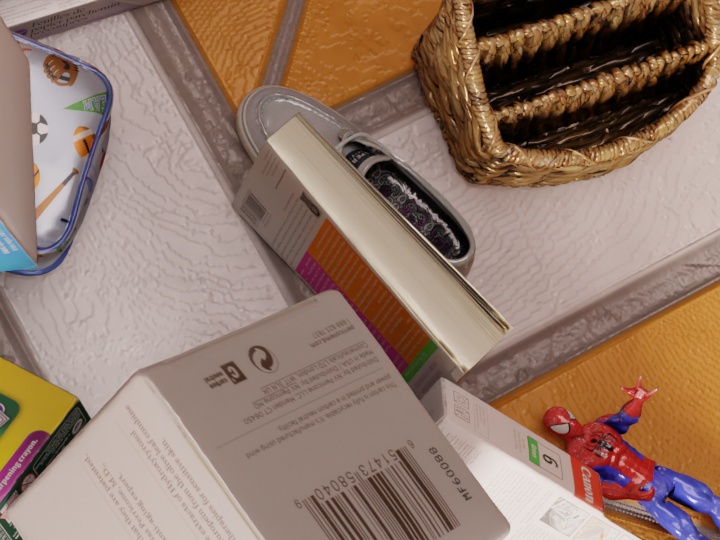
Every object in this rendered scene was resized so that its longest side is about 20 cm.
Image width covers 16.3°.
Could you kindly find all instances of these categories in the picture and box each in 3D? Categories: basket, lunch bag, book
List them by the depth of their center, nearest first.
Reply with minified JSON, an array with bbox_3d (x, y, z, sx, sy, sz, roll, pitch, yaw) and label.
[{"bbox_3d":[-0.274,-0.087,1.687,0.199,0.076,0.161,18,75,-5],"label":"lunch bag"},{"bbox_3d":[0.000,0.000,1.687,0.048,0.134,0.200,-42,86,-23],"label":"book"},{"bbox_3d":[0.156,-0.147,1.759,0.199,0.149,0.143,-18,77,-18],"label":"basket"}]

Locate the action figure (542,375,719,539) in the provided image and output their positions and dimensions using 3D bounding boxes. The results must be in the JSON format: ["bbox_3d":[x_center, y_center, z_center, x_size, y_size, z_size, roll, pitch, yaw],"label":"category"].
[{"bbox_3d":[0.215,0.146,1.710,0.200,0.099,0.065,33,68,2],"label":"action figure"}]

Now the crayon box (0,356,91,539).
[{"bbox_3d":[-0.292,0.136,1.586,0.172,0.058,0.200,24,66,27],"label":"crayon box"}]

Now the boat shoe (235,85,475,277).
[{"bbox_3d":[0.002,-0.066,1.740,0.201,0.072,0.070,39,69,2],"label":"boat shoe"}]

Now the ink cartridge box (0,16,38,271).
[{"bbox_3d":[-0.314,-0.078,1.556,0.199,0.145,0.148,-7,74,4],"label":"ink cartridge box"}]

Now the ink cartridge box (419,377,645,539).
[{"bbox_3d":[0.101,0.167,1.663,0.200,0.109,0.050,31,26,-19],"label":"ink cartridge box"}]

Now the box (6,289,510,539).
[{"bbox_3d":[-0.062,0.154,1.542,0.200,0.171,0.199,53,38,11],"label":"box"}]

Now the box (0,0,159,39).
[{"bbox_3d":[-0.169,-0.206,1.765,0.199,0.039,0.042,-20,77,-17],"label":"box"}]
